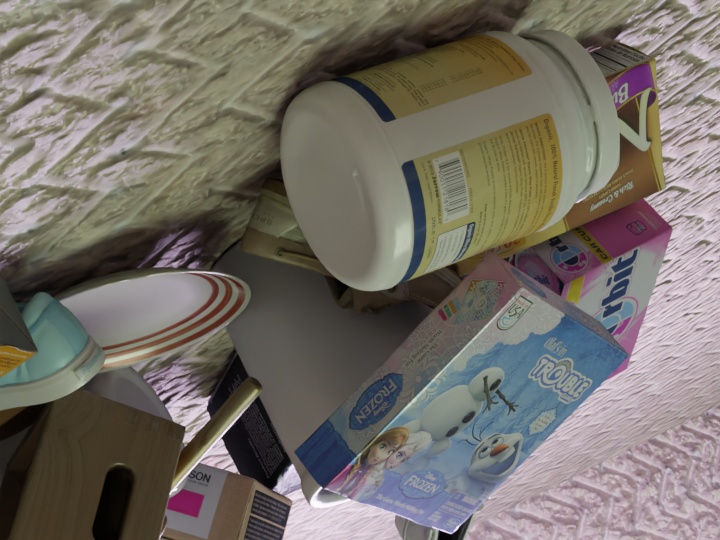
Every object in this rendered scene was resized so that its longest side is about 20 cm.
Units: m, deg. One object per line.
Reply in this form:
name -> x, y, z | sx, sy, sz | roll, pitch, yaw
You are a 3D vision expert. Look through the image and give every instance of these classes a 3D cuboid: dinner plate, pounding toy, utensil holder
dinner plate -> -0.180, 0.034, 1.389 | 0.200, 0.024, 0.200 | -14, 163, -5
pounding toy -> -0.185, 0.177, 1.367 | 0.142, 0.200, 0.184 | 21, 146, -14
utensil holder -> -0.012, 0.062, 1.483 | 0.170, 0.200, 0.170 | -27, 164, -8

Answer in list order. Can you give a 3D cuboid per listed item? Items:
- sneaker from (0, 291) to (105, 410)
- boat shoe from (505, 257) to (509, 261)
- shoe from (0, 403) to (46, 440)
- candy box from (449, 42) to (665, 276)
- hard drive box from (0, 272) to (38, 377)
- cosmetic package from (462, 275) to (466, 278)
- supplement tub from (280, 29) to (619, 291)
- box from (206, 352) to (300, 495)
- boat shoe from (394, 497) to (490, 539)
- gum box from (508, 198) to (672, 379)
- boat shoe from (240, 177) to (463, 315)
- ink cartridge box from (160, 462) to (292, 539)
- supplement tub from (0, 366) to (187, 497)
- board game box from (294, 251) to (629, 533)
sneaker -> -0.268, 0.054, 1.295 | 0.200, 0.082, 0.074 | -17, -156, 31
boat shoe -> 0.098, -0.057, 1.550 | 0.067, 0.072, 0.200 | -18, 155, -18
shoe -> -0.291, 0.108, 1.365 | 0.200, 0.053, 0.070 | -33, 171, -10
candy box -> 0.138, -0.087, 1.431 | 0.200, 0.056, 0.117 | -21, 121, -21
hard drive box -> -0.332, 0.064, 1.175 | 0.200, 0.077, 0.156 | -32, 163, 13
cosmetic package -> 0.075, 0.087, 1.620 | 0.151, 0.052, 0.200 | 17, 117, -50
supplement tub -> 0.062, -0.081, 1.267 | 0.200, 0.145, 0.144 | -20, 162, -27
box -> -0.017, 0.106, 1.760 | 0.200, 0.124, 0.197 | -21, 164, -25
boat shoe -> 0.086, 0.187, 1.642 | 0.072, 0.069, 0.200 | -8, 136, -39
gum box -> 0.176, 0.031, 1.542 | 0.113, 0.066, 0.200 | -26, 147, -25
boat shoe -> 0.000, 0.000, 1.381 | 0.200, 0.065, 0.072 | 28, 175, -30
ink cartridge box -> -0.177, 0.206, 1.682 | 0.200, 0.075, 0.165 | 15, 169, 12
supplement tub -> -0.256, 0.173, 1.540 | 0.200, 0.132, 0.132 | -33, 164, 11
board game box -> 0.079, 0.095, 1.348 | 0.199, 0.043, 0.200 | -47, 147, 10
